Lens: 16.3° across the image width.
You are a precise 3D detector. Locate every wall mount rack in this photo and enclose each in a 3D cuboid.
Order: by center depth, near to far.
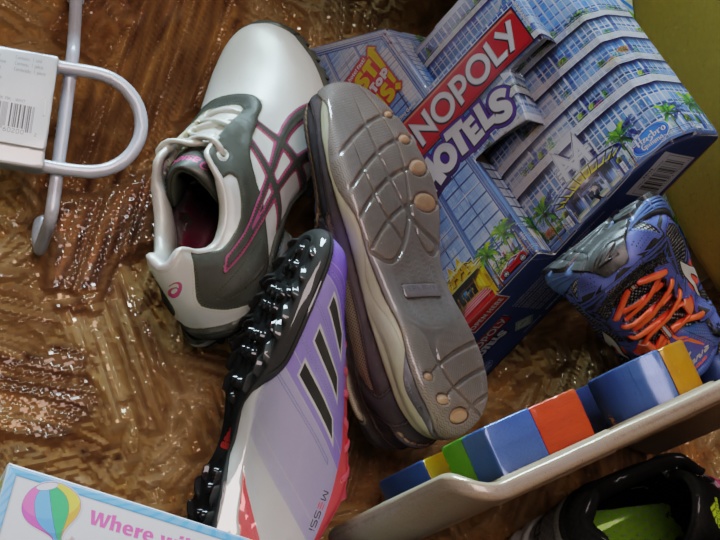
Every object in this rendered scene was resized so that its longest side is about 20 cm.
[{"bbox_3d":[-0.213,-0.103,1.333,0.200,0.075,0.174,10,66,-11],"label":"wall mount rack"}]

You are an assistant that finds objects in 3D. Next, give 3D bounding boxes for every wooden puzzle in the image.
[{"bbox_3d":[0.096,0.085,1.258,0.200,0.185,0.046,-17,81,-24],"label":"wooden puzzle"}]

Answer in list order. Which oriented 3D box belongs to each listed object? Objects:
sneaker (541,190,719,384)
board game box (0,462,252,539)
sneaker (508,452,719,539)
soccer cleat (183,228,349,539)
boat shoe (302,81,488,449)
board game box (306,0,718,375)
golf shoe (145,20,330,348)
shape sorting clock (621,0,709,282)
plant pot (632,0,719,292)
[{"bbox_3d":[0.154,0.018,1.304,0.075,0.200,0.078,-40,68,6],"label":"sneaker"},{"bbox_3d":[-0.089,0.184,1.178,0.200,0.034,0.134,19,58,-10],"label":"board game box"},{"bbox_3d":[0.180,0.136,1.313,0.200,0.087,0.074,-3,65,-17],"label":"sneaker"},{"bbox_3d":[-0.034,0.080,1.266,0.073,0.068,0.200,17,88,-18],"label":"soccer cleat"},{"bbox_3d":[0.000,0.000,1.302,0.074,0.073,0.200,7,62,-48],"label":"boat shoe"},{"bbox_3d":[0.059,-0.079,1.348,0.062,0.200,0.200,6,44,-51],"label":"board game box"},{"bbox_3d":[-0.065,-0.058,1.329,0.077,0.088,0.200,-9,57,25],"label":"golf shoe"},{"bbox_3d":[0.140,-0.078,1.436,0.200,0.039,0.200,7,72,-21],"label":"shape sorting clock"},{"bbox_3d":[0.277,-0.078,1.380,0.195,0.194,0.200,1,88,-31],"label":"plant pot"}]
